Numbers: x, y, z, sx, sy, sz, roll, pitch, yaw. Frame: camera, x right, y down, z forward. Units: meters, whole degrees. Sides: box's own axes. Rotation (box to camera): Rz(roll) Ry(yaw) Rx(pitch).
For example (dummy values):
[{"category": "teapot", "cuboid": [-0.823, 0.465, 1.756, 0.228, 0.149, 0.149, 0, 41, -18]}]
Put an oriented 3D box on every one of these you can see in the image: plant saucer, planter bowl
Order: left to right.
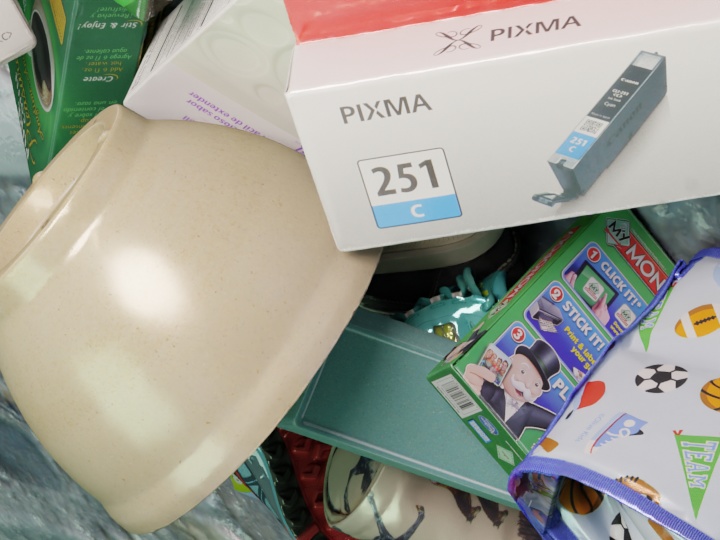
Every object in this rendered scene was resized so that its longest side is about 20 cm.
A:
[{"category": "planter bowl", "cuboid": [-0.101, 0.005, 1.175, 0.135, 0.200, 0.200, 39, 150, -16]}, {"category": "plant saucer", "cuboid": [0.061, 0.077, 1.198, 0.200, 0.070, 0.019, 20, -171, -14]}]

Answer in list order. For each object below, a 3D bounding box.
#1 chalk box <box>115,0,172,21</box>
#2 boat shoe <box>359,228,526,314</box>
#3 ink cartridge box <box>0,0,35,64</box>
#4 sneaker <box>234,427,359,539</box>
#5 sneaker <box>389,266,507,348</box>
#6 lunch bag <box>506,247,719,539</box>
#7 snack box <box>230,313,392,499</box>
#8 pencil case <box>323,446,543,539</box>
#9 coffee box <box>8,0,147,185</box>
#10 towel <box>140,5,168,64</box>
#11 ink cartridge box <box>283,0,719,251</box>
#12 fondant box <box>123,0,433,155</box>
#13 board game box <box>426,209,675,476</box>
[{"category": "chalk box", "cuboid": [-0.092, -0.237, 1.101, 0.124, 0.125, 0.200, 37, 146, 12]}, {"category": "boat shoe", "cuboid": [0.000, 0.000, 1.307, 0.200, 0.072, 0.068, 0, 136, 37]}, {"category": "ink cartridge box", "cuboid": [-0.234, -0.208, 1.259, 0.176, 0.045, 0.200, 64, 176, -26]}, {"category": "sneaker", "cuboid": [-0.043, 0.086, 1.354, 0.200, 0.079, 0.096, 54, 165, -7]}, {"category": "sneaker", "cuboid": [0.047, 0.035, 1.229, 0.078, 0.200, 0.080, -113, 25, -65]}, {"category": "lunch bag", "cuboid": [0.190, 0.096, 1.115, 0.200, 0.170, 0.124, 33, 148, 16]}, {"category": "snack box", "cuboid": [-0.004, 0.074, 1.406, 0.200, 0.068, 0.169, 18, 138, 38]}, {"category": "pencil case", "cuboid": [0.077, 0.128, 1.292, 0.200, 0.090, 0.078, 25, 158, -14]}, {"category": "coffee box", "cuboid": [-0.149, -0.133, 1.293, 0.200, 0.044, 0.123, 107, 152, -50]}, {"category": "towel", "cuboid": [-0.123, -0.142, 1.312, 0.200, 0.018, 0.086, 116, 143, -58]}, {"category": "ink cartridge box", "cuboid": [0.064, -0.100, 1.056, 0.200, 0.045, 0.176, -9, 128, 12]}, {"category": "fondant box", "cuboid": [-0.007, -0.099, 1.180, 0.144, 0.058, 0.200, 30, 153, -17]}, {"category": "board game box", "cuboid": [0.141, 0.081, 1.185, 0.200, 0.135, 0.029, 50, 150, -7]}]
